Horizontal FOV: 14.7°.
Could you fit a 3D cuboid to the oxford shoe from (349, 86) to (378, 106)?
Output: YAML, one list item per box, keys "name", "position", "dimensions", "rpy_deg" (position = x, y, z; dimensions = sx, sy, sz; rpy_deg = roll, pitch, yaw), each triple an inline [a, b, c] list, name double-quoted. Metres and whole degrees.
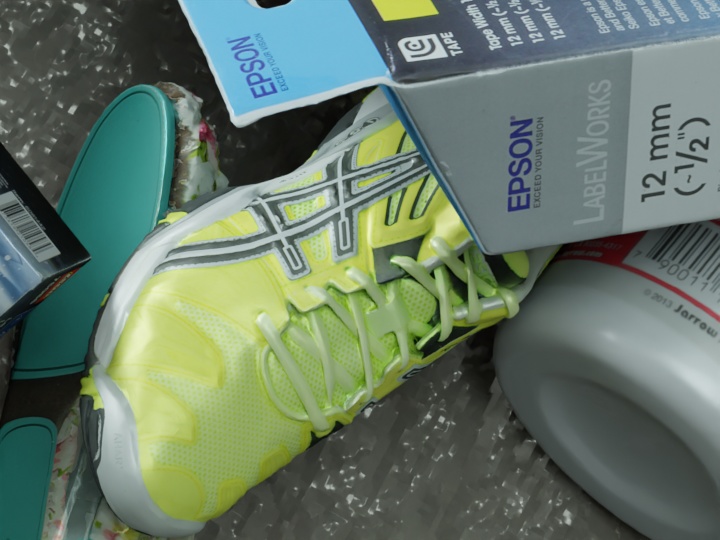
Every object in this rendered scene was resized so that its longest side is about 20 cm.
- name: "oxford shoe"
  position: [0.081, -0.094, 0.899]
  dimensions: [0.200, 0.070, 0.075]
  rpy_deg: [-8, 98, -14]

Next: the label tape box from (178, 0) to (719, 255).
- name: "label tape box"
  position: [0.045, -0.070, 0.778]
  dimensions: [0.200, 0.066, 0.143]
  rpy_deg: [-11, 36, -13]

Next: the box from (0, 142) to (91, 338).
- name: "box"
  position: [-0.188, -0.036, 0.777]
  dimensions: [0.137, 0.040, 0.200]
  rpy_deg: [-39, 87, 19]

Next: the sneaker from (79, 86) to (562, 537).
- name: "sneaker"
  position: [0.000, 0.000, 0.787]
  dimensions: [0.200, 0.076, 0.075]
  rpy_deg: [-45, 120, -31]

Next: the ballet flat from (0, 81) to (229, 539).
- name: "ballet flat"
  position: [-0.071, 0.045, 0.819]
  dimensions: [0.064, 0.076, 0.200]
  rpy_deg: [27, 71, -39]

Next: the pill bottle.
- name: "pill bottle"
  position: [0.141, -0.015, 0.857]
  dimensions: [0.112, 0.112, 0.200]
  rpy_deg: [42, 69, 0]
